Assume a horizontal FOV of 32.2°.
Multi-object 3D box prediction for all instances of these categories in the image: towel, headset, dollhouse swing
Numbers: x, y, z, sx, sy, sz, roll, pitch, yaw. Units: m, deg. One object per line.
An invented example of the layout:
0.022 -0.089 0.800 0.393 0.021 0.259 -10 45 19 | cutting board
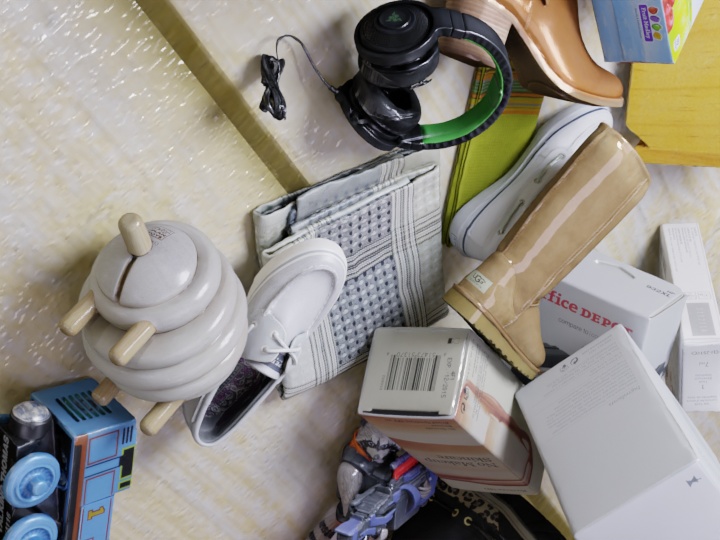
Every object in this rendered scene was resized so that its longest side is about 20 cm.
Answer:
0.000 0.000 1.085 0.192 0.035 0.201 -24 128 -24 | towel
0.021 -0.140 0.958 0.199 0.094 0.124 6 137 -13 | headset
0.354 -0.230 1.221 0.180 0.176 0.201 4 123 7 | dollhouse swing
0.126 -0.116 1.125 0.086 0.018 0.201 -7 121 -34 | towel

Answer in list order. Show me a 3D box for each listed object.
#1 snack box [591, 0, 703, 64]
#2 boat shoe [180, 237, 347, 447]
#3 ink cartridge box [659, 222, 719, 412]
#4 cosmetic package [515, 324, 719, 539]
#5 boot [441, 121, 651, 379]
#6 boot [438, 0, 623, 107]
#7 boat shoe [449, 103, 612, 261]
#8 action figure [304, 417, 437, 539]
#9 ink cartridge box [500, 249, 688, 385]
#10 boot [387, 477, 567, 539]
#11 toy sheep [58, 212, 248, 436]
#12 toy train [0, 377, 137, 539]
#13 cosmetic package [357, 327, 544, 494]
0.244 -0.297 1.015 0.201 0.067 0.169 -61 143 -33 | snack box
-0.078 0.062 1.007 0.200 0.069 0.072 -44 125 16 | boat shoe
0.339 0.077 1.300 0.044 0.201 0.177 -2 127 8 | ink cartridge box
0.253 0.194 1.082 0.123 0.200 0.200 -35 118 10 | cosmetic package
0.179 -0.009 1.092 0.200 0.066 0.175 -47 148 0 | boot
0.165 -0.226 1.032 0.199 0.074 0.156 16 95 -35 | boot
0.172 -0.073 1.136 0.200 0.067 0.074 -45 139 -11 | boat shoe
-0.010 0.228 1.176 0.200 0.104 0.195 -8 119 -64 | action figure
0.218 0.092 1.226 0.084 0.145 0.201 -24 131 -47 | ink cartridge box
0.115 0.292 1.246 0.154 0.203 0.073 -55 144 9 | boot
-0.148 0.033 0.922 0.137 0.138 0.201 -31 148 -19 | toy sheep
-0.242 0.185 0.977 0.114 0.087 0.201 -12 123 -40 | toy train
0.092 0.132 1.147 0.200 0.103 0.088 42 53 -48 | cosmetic package
